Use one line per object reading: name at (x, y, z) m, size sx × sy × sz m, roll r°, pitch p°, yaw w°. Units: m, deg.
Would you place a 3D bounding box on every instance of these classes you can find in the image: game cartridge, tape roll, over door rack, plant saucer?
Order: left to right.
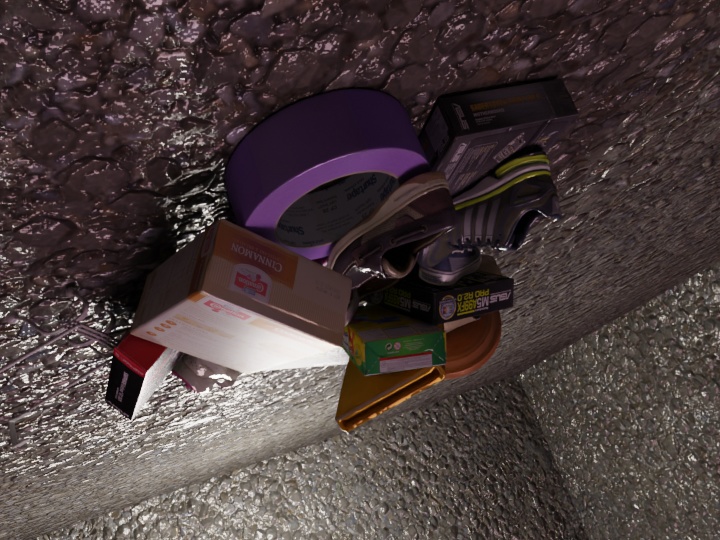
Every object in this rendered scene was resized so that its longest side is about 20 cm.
over door rack at (-0.370, 0.108, 0.721) m, size 0.199 × 0.067 × 0.148 m, roll -42°, pitch 163°, yaw -8°
tape roll at (-0.031, -0.085, 0.618) m, size 0.195 × 0.067 × 0.201 m, roll -19°, pitch 161°, yaw -7°
game cartridge at (0.049, 0.135, 0.935) m, size 0.174 × 0.033 × 0.201 m, roll -32°, pitch -165°, yaw 18°
plant saucer at (0.149, 0.093, 1.100) m, size 0.195 × 0.203 × 0.033 m, roll -21°, pitch 139°, yaw -1°

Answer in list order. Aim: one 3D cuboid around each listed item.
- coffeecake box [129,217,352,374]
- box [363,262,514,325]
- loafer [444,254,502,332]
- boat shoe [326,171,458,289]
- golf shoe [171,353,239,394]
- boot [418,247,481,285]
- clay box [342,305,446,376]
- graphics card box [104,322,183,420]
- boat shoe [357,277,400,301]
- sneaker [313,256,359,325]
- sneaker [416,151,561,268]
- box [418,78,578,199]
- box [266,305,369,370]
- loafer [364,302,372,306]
coffeecake box at (-0.127, 0.038, 0.643) m, size 0.151 × 0.075 × 0.198 m, roll 25°, pitch 151°, yaw -30°
box at (0.101, 0.025, 0.922) m, size 0.157 × 0.046 × 0.198 m, roll -7°, pitch -166°, yaw -35°
loafer at (0.158, 0.061, 1.030) m, size 0.200 × 0.069 × 0.076 m, roll -45°, pitch 138°, yaw 5°
boat shoe at (0.029, -0.022, 0.648) m, size 0.070 × 0.066 × 0.200 m, roll -6°, pitch 155°, yaw -39°
golf shoe at (-0.219, 0.133, 0.977) m, size 0.093 × 0.074 × 0.200 m, roll -56°, pitch 175°, yaw 2°
boot at (0.139, -0.046, 0.896) m, size 0.071 × 0.093 × 0.200 m, roll 16°, pitch -162°, yaw 16°
clay box at (0.032, 0.088, 0.868) m, size 0.111 × 0.049 × 0.200 m, roll -6°, pitch -171°, yaw -13°
graphics card box at (-0.256, 0.098, 0.780) m, size 0.127 × 0.050 × 0.200 m, roll -58°, pitch -174°, yaw -37°
boat shoe at (0.000, 0.000, 0.864) m, size 0.066 × 0.074 × 0.199 m, roll -4°, pitch 157°, yaw -43°
sneaker at (-0.036, 0.022, 0.809) m, size 0.086 × 0.083 × 0.201 m, roll 26°, pitch 145°, yaw -5°
sneaker at (0.142, -0.051, 0.722) m, size 0.198 × 0.083 × 0.073 m, roll -36°, pitch 156°, yaw 35°
box at (0.130, -0.125, 0.716) m, size 0.154 × 0.049 × 0.201 m, roll -16°, pitch 160°, yaw -20°
box at (-0.093, 0.119, 1.066) m, size 0.194 × 0.049 × 0.194 m, roll -2°, pitch 153°, yaw -16°
loafer at (0.091, 0.048, 1.079) m, size 0.196 × 0.071 × 0.070 m, roll -28°, pitch -167°, yaw -7°
